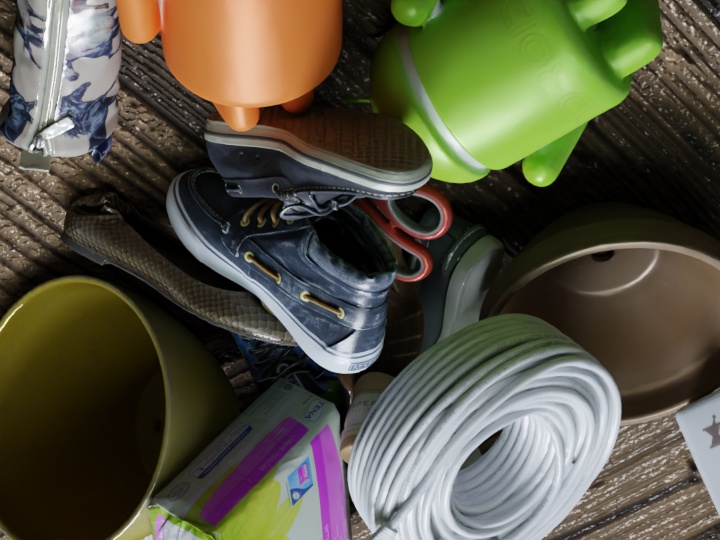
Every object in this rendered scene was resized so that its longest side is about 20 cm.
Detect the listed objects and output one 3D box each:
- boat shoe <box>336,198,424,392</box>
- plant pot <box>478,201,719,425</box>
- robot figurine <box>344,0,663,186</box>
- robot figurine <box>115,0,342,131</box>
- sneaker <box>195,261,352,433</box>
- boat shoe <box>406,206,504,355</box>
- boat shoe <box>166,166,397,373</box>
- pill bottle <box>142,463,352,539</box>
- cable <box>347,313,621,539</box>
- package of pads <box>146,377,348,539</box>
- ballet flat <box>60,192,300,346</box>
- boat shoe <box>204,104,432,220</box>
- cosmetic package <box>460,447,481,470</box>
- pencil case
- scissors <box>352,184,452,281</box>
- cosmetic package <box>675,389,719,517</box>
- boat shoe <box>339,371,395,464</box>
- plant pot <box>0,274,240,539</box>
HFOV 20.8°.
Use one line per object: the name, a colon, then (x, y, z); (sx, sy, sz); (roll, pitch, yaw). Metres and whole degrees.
boat shoe: (0.000, 0.000, 1.405); (0.071, 0.072, 0.201); (-14, 130, -4)
plant pot: (0.181, 0.016, 1.421); (0.199, 0.093, 0.202); (-3, 138, -2)
robot figurine: (0.091, -0.131, 1.239); (0.199, 0.116, 0.175); (-29, 126, 25)
robot figurine: (-0.068, -0.179, 1.175); (0.142, 0.117, 0.201); (9, 137, 8)
sneaker: (-0.053, 0.052, 1.443); (0.078, 0.090, 0.200); (-26, 131, 21)
boat shoe: (0.053, 0.027, 1.462); (0.062, 0.073, 0.201); (40, 145, 16)
boat shoe: (-0.050, -0.027, 1.309); (0.071, 0.200, 0.091); (-27, 148, -38)
pill bottle: (-0.109, 0.190, 1.571); (0.198, 0.110, 0.110); (-6, 137, 2)
cable: (0.086, 0.125, 1.358); (0.199, 0.069, 0.201); (10, 115, -44)
package of pads: (-0.076, 0.202, 1.412); (0.068, 0.154, 0.201); (23, 138, 28)
ballet flat: (-0.119, -0.003, 1.357); (0.199, 0.067, 0.047); (26, 99, 18)
boat shoe: (-0.026, -0.064, 1.230); (0.074, 0.199, 0.063); (-22, 112, -37)
cosmetic package: (0.078, 0.227, 1.546); (0.104, 0.201, 0.071); (-24, 137, -2)
pencil case: (-0.181, -0.158, 1.210); (0.077, 0.090, 0.201); (5, 135, -9)
scissors: (-0.025, -0.069, 1.303); (0.199, 0.014, 0.073); (37, 124, -2)
cosmetic package: (0.363, 0.143, 1.460); (0.164, 0.166, 0.200); (-27, 168, 24)
boat shoe: (0.036, 0.126, 1.459); (0.073, 0.070, 0.200); (1, 161, 13)
plant pot: (-0.170, 0.112, 1.446); (0.199, 0.201, 0.141); (-33, 155, 28)
